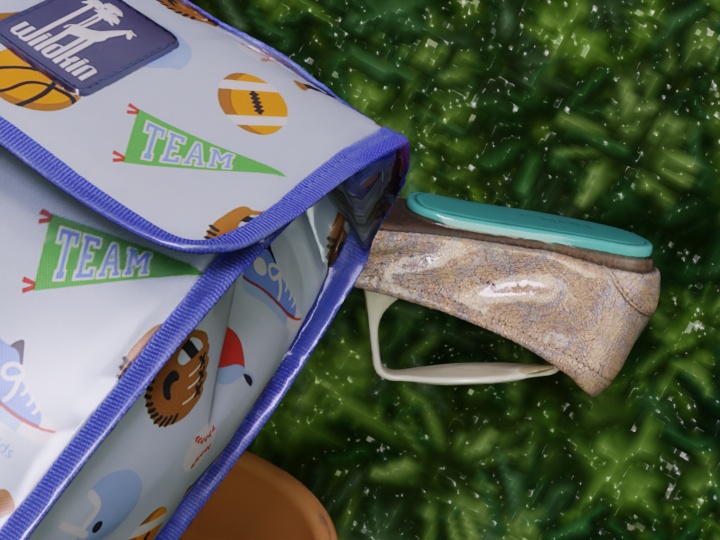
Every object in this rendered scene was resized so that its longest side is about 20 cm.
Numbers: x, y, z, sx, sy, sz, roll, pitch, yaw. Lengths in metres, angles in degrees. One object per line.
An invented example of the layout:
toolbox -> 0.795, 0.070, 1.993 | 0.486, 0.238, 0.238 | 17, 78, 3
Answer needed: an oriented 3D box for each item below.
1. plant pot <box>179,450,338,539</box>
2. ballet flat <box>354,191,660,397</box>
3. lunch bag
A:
plant pot -> -0.103, 0.152, 0.819 | 0.200, 0.200, 0.140 | -3, 111, -1
ballet flat -> 0.000, 0.000, 0.862 | 0.200, 0.068, 0.067 | 15, 102, -1
lunch bag -> -0.107, -0.002, 0.705 | 0.170, 0.124, 0.200 | 33, 70, 17
